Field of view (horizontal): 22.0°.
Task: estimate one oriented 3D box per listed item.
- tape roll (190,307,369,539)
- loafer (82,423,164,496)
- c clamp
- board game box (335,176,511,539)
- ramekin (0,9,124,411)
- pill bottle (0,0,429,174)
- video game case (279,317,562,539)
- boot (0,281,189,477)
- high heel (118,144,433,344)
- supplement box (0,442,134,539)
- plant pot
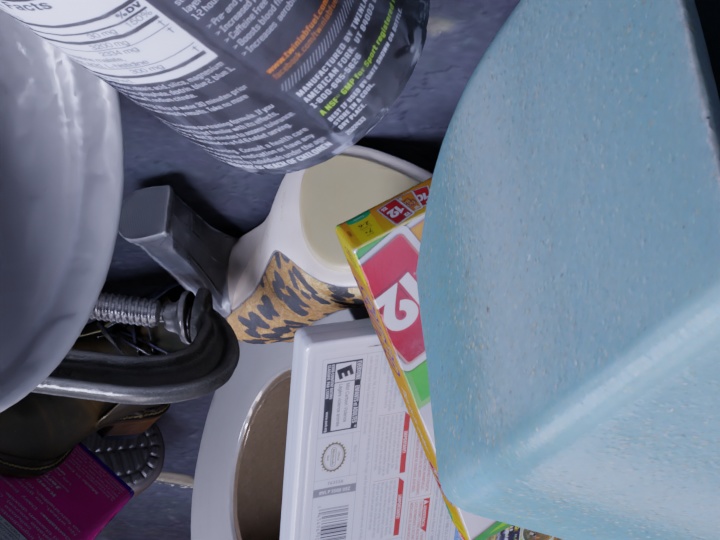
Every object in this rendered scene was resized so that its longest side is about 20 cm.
[{"bbox_3d":[0.013,0.118,0.994,0.139,0.204,0.203,15,153,-27],"label":"tape roll"},{"bbox_3d":[-0.224,0.132,1.191,0.199,0.073,0.071,1,157,0],"label":"loafer"},{"bbox_3d":[-0.145,0.019,0.852,0.199,0.027,0.171,9,-164,11],"label":"c clamp"},{"bbox_3d":[0.064,0.039,0.810,0.095,0.030,0.200,-27,130,-7],"label":"board game box"},{"bbox_3d":[-0.184,-0.044,0.645,0.105,0.201,0.200,-2,158,30],"label":"ramekin"},{"bbox_3d":[-0.068,-0.115,0.582,0.106,0.107,0.200,-13,153,28],"label":"pill bottle"},{"bbox_3d":[0.061,0.078,0.859,0.199,0.018,0.144,-7,122,-20],"label":"video game case"},{"bbox_3d":[-0.133,0.042,0.925,0.097,0.075,0.200,-41,170,19],"label":"boot"},{"bbox_3d":[0.000,0.000,0.883,0.199,0.072,0.143,2,158,27],"label":"high heel"},{"bbox_3d":[-0.201,0.135,0.892,0.101,0.103,0.200,-49,177,13],"label":"supplement box"},{"bbox_3d":[0.124,0.007,0.679,0.195,0.197,0.200,20,137,-30],"label":"plant pot"}]
